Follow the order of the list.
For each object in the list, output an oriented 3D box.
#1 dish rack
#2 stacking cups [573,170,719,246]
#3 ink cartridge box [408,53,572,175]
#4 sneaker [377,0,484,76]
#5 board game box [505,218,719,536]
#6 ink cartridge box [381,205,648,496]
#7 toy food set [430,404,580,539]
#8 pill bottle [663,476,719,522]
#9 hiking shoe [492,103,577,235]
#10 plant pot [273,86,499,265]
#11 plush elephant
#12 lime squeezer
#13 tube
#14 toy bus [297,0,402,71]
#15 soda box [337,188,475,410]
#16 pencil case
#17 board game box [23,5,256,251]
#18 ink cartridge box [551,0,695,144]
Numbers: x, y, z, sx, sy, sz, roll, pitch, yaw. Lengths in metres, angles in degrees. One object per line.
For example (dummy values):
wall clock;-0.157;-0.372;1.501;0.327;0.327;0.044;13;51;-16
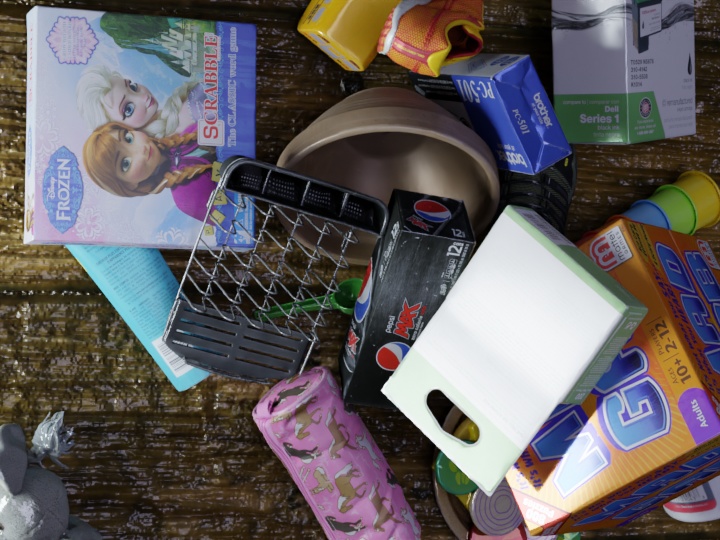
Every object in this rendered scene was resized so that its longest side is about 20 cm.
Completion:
dish rack;-0.080;0.006;1.512;0.153;0.055;0.201;16;105;-23
stacking cups;0.265;-0.032;1.681;0.199;0.060;0.061;-29;107;-35
ink cartridge box;0.112;-0.143;1.563;0.044;0.200;0.094;-30;106;-13
sneaker;0.080;-0.218;1.568;0.077;0.200;0.073;30;126;7
board game box;0.233;0.098;1.556;0.199;0.199;0.201;8;54;-58
ink cartridge box;0.127;0.067;1.479;0.048;0.145;0.201;6;121;-56
toy food set;0.161;0.192;1.703;0.198;0.049;0.200;-45;110;-11
pill bottle;0.319;0.132;1.721;0.119;0.119;0.201;-28;105;-16
hiking shoe;0.163;-0.063;1.638;0.075;0.101;0.202;-2;99;12
plant pot;0.022;-0.098;1.569;0.200;0.201;0.093;15;52;-22
plush elephant;-0.301;0.207;1.465;0.200;0.155;0.165;-43;109;-11
lime squeezer;0.000;0.000;1.593;0.200;0.038;0.071;-35;120;23
tube;-0.195;0.012;1.547;0.077;0.050;0.201;-37;103;-22
toy bus;0.025;-0.279;1.580;0.065;0.078;0.201;36;83;-21
soda box;0.037;0.029;1.554;0.070;0.064;0.201;9;126;-13
pencil case;-0.022;0.185;1.615;0.082;0.087;0.201;-24;107;17
board game box;-0.188;-0.120;1.518;0.198;0.041;0.202;1;86;-21
ink cartridge box;0.246;-0.223;1.640;0.146;0.084;0.202;-13;104;-53
